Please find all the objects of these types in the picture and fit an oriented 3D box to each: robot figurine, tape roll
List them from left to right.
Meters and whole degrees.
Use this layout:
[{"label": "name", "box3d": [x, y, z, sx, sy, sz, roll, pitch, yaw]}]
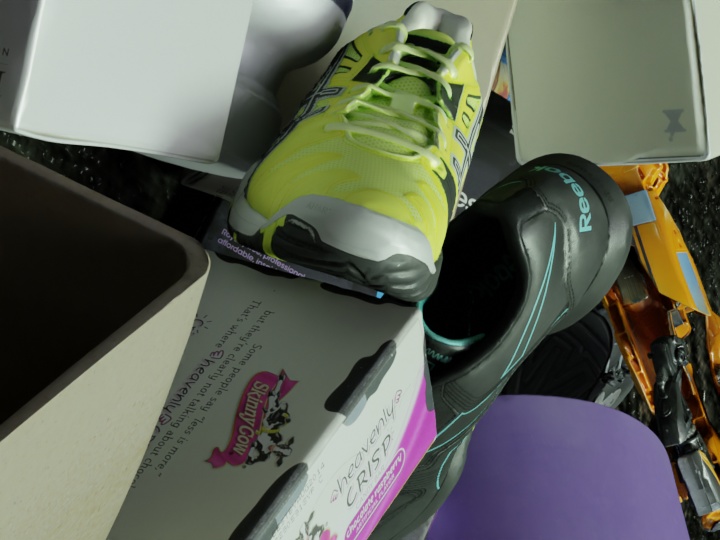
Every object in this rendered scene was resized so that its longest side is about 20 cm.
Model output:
[{"label": "tape roll", "box3d": [0.055, 0.146, 1.100, 0.200, 0.199, 0.085, 63, 13, -54]}, {"label": "robot figurine", "box3d": [0.154, 0.029, 1.182, 0.145, 0.058, 0.201, 11, 59, -80]}]

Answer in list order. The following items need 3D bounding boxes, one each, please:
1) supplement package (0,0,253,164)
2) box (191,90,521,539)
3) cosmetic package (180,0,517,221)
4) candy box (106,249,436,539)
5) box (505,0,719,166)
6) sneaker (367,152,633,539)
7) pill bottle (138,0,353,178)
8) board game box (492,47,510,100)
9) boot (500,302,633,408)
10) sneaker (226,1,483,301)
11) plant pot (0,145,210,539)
[{"label": "supplement package", "box3d": [-0.099, -0.145, 0.739, 0.120, 0.121, 0.201, 5, 99, -64]}, {"label": "box", "box3d": [0.000, 0.000, 1.011, 0.201, 0.142, 0.036, -66, -166, -21]}, {"label": "cosmetic package", "box3d": [0.008, -0.116, 0.966, 0.073, 0.103, 0.201, 167, -60, -75]}, {"label": "candy box", "box3d": [-0.093, 0.051, 0.764, 0.137, 0.199, 0.061, -51, 145, -39]}, {"label": "box", "box3d": [0.151, -0.100, 1.046, 0.200, 0.094, 0.078, -22, 108, -55]}, {"label": "sneaker", "box3d": [0.018, 0.035, 0.903, 0.200, 0.075, 0.079, -54, 162, 22]}, {"label": "pill bottle", "box3d": [-0.047, -0.141, 0.853, 0.116, 0.115, 0.201, 33, 75, -63]}, {"label": "board game box", "box3d": [0.025, -0.018, 1.125, 0.200, 0.061, 0.200, -59, 150, -29]}, {"label": "boot", "box3d": [0.091, 0.081, 1.311, 0.165, 0.066, 0.200, -49, 173, 9]}, {"label": "sneaker", "box3d": [0.003, -0.046, 0.815, 0.200, 0.075, 0.077, -81, -170, -73]}, {"label": "plant pot", "box3d": [-0.180, 0.071, 0.628, 0.200, 0.199, 0.178, -43, 150, -48]}]
